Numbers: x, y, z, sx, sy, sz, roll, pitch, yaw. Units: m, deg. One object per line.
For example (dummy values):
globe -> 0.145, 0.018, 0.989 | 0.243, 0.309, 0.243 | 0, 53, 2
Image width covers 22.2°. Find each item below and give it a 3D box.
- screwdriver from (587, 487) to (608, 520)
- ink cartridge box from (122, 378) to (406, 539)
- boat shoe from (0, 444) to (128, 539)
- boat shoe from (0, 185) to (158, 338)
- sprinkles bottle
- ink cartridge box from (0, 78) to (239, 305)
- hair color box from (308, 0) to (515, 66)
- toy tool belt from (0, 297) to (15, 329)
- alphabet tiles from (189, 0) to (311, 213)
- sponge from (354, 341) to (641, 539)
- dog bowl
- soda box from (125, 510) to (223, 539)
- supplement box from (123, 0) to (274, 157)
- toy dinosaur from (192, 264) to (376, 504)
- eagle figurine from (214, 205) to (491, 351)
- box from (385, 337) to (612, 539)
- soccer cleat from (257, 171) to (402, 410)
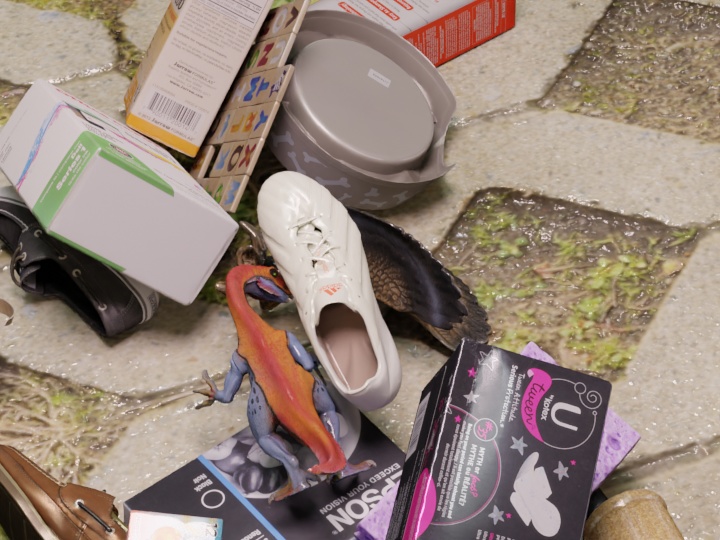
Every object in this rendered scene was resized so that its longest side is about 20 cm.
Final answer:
screwdriver -> 0.130, 0.123, 1.432 | 0.028, 0.029, 0.200 | -24, 52, -20
ink cartridge box -> -0.043, 0.193, 1.366 | 0.198, 0.043, 0.200 | -30, 51, -25
boat shoe -> -0.208, 0.195, 1.359 | 0.068, 0.072, 0.200 | -33, 62, -27
boat shoe -> -0.262, -0.003, 1.570 | 0.200, 0.070, 0.066 | 35, 54, 24
sprinkles bottle -> 0.223, 0.246, 1.276 | 0.068, 0.068, 0.200 | -15, 45, -12
ink cartridge box -> -0.208, -0.069, 1.529 | 0.084, 0.145, 0.200 | -57, 32, 6
hair color box -> 0.047, -0.247, 1.802 | 0.200, 0.061, 0.101 | -28, 49, -25
toy tool belt -> -0.344, 0.111, 1.427 | 0.124, 0.123, 0.200 | 12, 38, 13
alphabet tiles -> -0.099, -0.141, 1.590 | 0.008, 0.167, 0.201 | 24, 82, -21
sponge -> 0.102, 0.158, 1.352 | 0.112, 0.030, 0.200 | 42, 68, 10
dog bowl -> -0.006, -0.140, 1.640 | 0.199, 0.059, 0.201 | 20, 45, -21
soda box -> -0.135, 0.266, 1.239 | 0.068, 0.064, 0.201 | 7, 60, -5
supplement box -> -0.140, -0.216, 1.657 | 0.073, 0.201, 0.126 | 26, 10, -14
toy dinosaur -> -0.051, 0.071, 1.358 | 0.105, 0.200, 0.182 | -16, 81, -23
eagle figurine -> 0.001, 0.007, 1.502 | 0.199, 0.151, 0.152 | -5, 32, 14
box -> 0.086, 0.170, 1.257 | 0.114, 0.132, 0.201 | 18, 67, -5
soccer cleat -> -0.024, 0.010, 1.377 | 0.069, 0.078, 0.201 | -27, 76, 9
